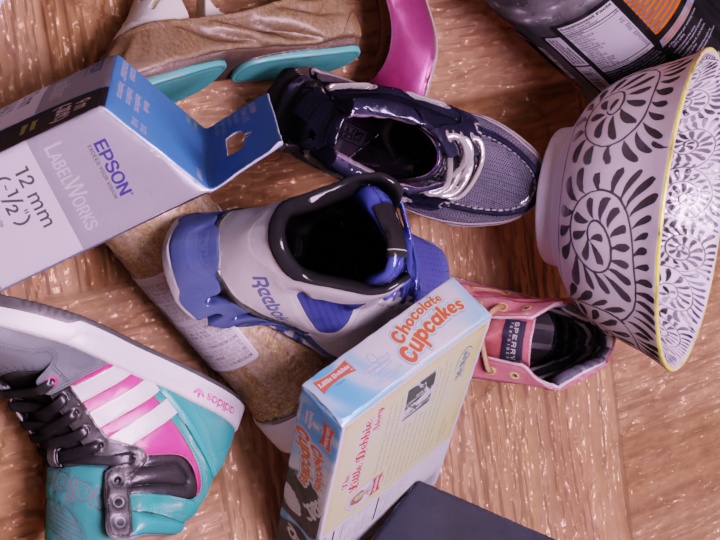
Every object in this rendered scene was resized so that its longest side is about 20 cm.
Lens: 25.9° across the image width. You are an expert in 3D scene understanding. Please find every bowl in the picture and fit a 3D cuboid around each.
[{"bbox_3d":[0.167,-0.043,0.992,0.200,0.093,0.203,8,90,-68],"label":"bowl"}]

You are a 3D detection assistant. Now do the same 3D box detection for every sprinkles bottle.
[{"bbox_3d":[-0.079,0.018,0.921,0.068,0.068,0.200,-49,117,-22],"label":"sprinkles bottle"}]

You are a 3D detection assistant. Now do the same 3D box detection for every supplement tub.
[{"bbox_3d":[0.153,-0.189,1.011,0.200,0.122,0.123,32,74,-48],"label":"supplement tub"}]

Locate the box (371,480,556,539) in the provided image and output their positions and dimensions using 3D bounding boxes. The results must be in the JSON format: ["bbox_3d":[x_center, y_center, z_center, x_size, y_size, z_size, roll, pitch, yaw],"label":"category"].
[{"bbox_3d":[0.105,0.260,0.957,0.124,0.199,0.197,-51,135,-23],"label":"box"}]

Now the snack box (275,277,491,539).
[{"bbox_3d":[0.009,0.100,0.929,0.116,0.037,0.201,-35,156,-28],"label":"snack box"}]

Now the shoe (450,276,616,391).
[{"bbox_3d":[0.069,0.037,1.011,0.199,0.091,0.072,6,89,-35],"label":"shoe"}]

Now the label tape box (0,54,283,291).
[{"bbox_3d":[-0.142,-0.056,0.780,0.199,0.143,0.066,-27,108,2],"label":"label tape box"}]

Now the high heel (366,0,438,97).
[{"bbox_3d":[0.004,-0.170,0.980,0.095,0.067,0.202,10,98,-12],"label":"high heel"}]

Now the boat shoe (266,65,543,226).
[{"bbox_3d":[0.044,-0.062,0.927,0.199,0.093,0.075,13,102,-29],"label":"boat shoe"}]

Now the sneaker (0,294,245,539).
[{"bbox_3d":[-0.161,0.096,0.865,0.199,0.083,0.122,28,68,-34],"label":"sneaker"}]

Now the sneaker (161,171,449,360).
[{"bbox_3d":[-0.001,0.000,0.875,0.199,0.115,0.081,9,72,-47],"label":"sneaker"}]

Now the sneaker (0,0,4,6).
[{"bbox_3d":[-0.271,-0.150,0.773,0.199,0.075,0.100,24,78,-33],"label":"sneaker"}]

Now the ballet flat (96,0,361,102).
[{"bbox_3d":[-0.088,-0.139,0.915,0.199,0.068,0.073,-19,83,-33],"label":"ballet flat"}]
